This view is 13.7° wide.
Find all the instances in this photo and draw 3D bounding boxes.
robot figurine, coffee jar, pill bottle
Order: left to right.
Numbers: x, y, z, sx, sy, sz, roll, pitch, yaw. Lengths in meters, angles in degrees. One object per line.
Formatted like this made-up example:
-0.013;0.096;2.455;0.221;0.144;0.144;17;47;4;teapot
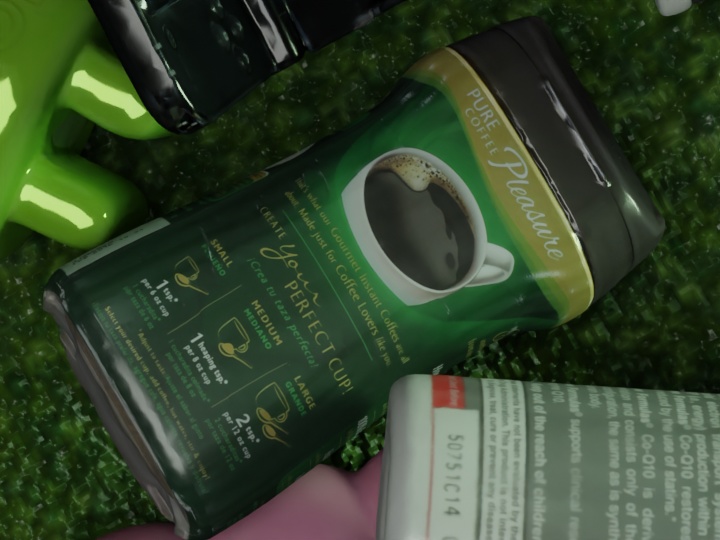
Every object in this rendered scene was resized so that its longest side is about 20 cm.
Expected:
-0.159;-0.078;1.045;0.199;0.116;0.176;25;100;5;robot figurine
0.000;0.000;1.018;0.199;0.085;0.105;-30;86;-10;coffee jar
0.104;0.096;0.953;0.198;0.114;0.115;4;99;-1;pill bottle

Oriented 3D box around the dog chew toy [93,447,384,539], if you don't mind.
-0.023;0.127;1.055;0.199;0.125;0.125;-29;93;4;dog chew toy

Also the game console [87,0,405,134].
-0.042;-0.168;0.983;0.116;0.176;0.201;-26;97;16;game console

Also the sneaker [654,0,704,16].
0.129;-0.171;0.974;0.098;0.201;0.071;-15;51;2;sneaker
